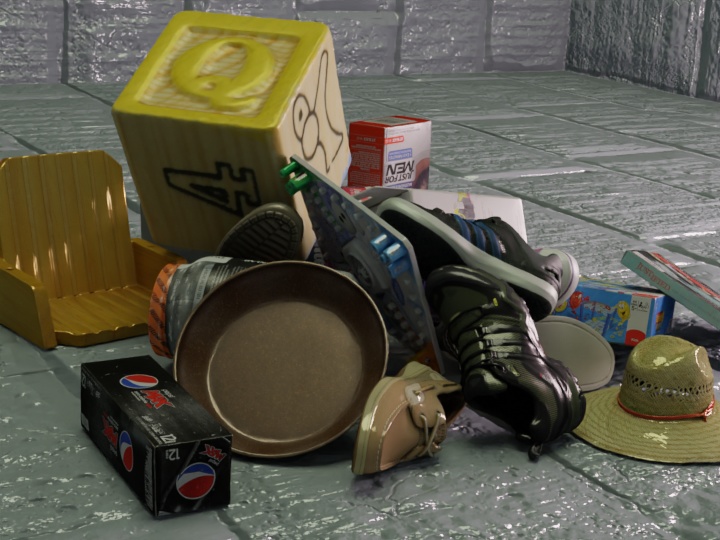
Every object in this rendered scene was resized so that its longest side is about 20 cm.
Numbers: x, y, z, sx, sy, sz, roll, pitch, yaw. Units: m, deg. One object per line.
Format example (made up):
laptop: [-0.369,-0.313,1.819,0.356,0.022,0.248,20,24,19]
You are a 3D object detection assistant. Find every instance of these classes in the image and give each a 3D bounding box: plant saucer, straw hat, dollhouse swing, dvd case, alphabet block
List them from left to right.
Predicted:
dollhouse swing: [-0.306,-0.032,1.444,0.199,0.177,0.181,-9,20,-40]
alphabet block: [-0.136,-0.150,1.431,0.195,0.201,0.196,7,46,16]
plant saucer: [-0.071,0.085,1.172,0.199,0.037,0.202,-4,59,6]
straw hat: [0.297,0.110,1.233,0.199,0.086,0.201,3,16,-1]
dvd case: [0.384,0.025,1.482,0.146,0.022,0.200,37,12,19]

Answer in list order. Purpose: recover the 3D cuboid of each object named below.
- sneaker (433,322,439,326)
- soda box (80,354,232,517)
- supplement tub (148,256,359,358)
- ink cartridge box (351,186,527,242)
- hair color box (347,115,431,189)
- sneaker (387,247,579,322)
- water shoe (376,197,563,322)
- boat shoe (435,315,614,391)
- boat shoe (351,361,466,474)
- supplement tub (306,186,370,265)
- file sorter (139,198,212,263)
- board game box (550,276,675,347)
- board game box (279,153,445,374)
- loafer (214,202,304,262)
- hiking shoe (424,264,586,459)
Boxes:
sneaker: [0.107,0.004,1.508,0.080,0.087,0.200,-28,-1,29]
soda box: [-0.177,0.136,1.087,0.070,0.064,0.200,-5,18,-28]
supplement tub: [-0.105,0.051,1.289,0.198,0.124,0.123,7,16,11]
ink cartridge box: [0.067,-0.040,1.372,0.199,0.068,0.115,2,-14,-35]
hair color box: [0.037,-0.098,1.692,0.064,0.202,0.111,13,19,35]
sneaker: [0.120,0.016,1.324,0.199,0.073,0.114,-14,-16,27]
water shoe: [0.107,-0.021,1.264,0.199,0.072,0.079,31,48,-5]
boat shoe: [0.170,0.082,1.318,0.199,0.075,0.060,9,-8,-25]
boat shoe: [0.047,0.131,1.135,0.064,0.072,0.200,16,20,16]
supplement tub: [-0.038,-0.034,1.565,0.198,0.141,0.140,1,16,-8]
file sorter: [-0.182,-0.092,1.677,0.198,0.140,0.125,3,37,-3]
board game box: [0.247,0.039,1.448,0.194,0.056,0.200,10,4,19]
board game box: [0.000,0.000,1.314,0.026,0.201,0.200,-36,48,-17]
loafer: [-0.122,-0.009,1.371,0.075,0.200,0.068,34,36,-10]
hiking shoe: [0.123,0.079,1.188,0.200,0.076,0.100,48,36,12]
